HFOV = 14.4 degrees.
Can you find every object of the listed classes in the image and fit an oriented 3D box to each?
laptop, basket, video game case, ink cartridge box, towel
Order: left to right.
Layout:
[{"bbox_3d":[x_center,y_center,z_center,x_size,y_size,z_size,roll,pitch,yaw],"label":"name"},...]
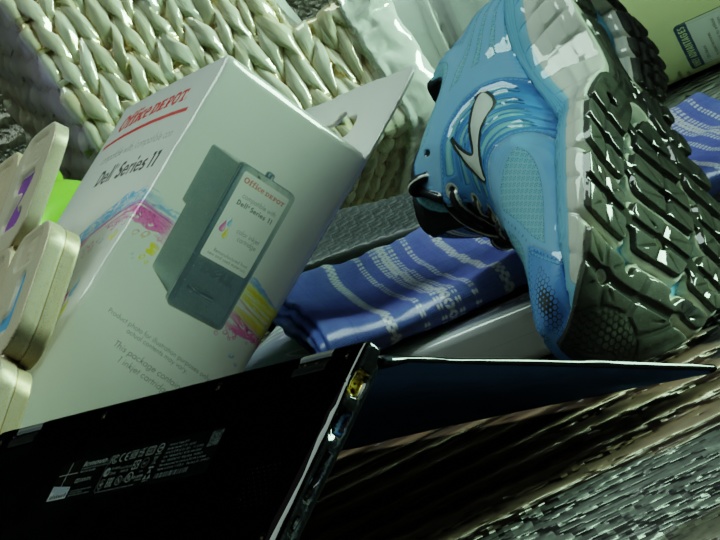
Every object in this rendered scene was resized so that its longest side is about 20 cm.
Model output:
[{"bbox_3d":[-0.071,-0.004,1.026,0.200,0.067,0.117,-60,17,-19],"label":"ink cartridge box"},{"bbox_3d":[-0.078,-0.096,1.383,0.161,0.198,0.200,-31,-9,-12],"label":"basket"},{"bbox_3d":[-0.028,0.089,0.829,0.187,0.116,0.200,-17,40,50],"label":"laptop"},{"bbox_3d":[0.038,0.014,1.063,0.200,0.023,0.182,-23,8,16],"label":"video game case"},{"bbox_3d":[0.061,-0.019,1.051,0.200,0.024,0.145,-25,9,-6],"label":"towel"}]

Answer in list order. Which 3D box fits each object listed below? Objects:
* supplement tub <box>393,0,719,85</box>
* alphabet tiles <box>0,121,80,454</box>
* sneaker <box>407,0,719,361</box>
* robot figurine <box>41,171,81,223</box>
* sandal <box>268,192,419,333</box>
[{"bbox_3d":[0.122,-0.157,1.480,0.200,0.145,0.145,-24,8,10],"label":"supplement tub"},{"bbox_3d":[-0.148,0.049,0.989,0.200,0.015,0.196,-27,42,61],"label":"alphabet tiles"},{"bbox_3d":[0.063,-0.025,0.955,0.090,0.078,0.200,-38,29,21],"label":"sneaker"},{"bbox_3d":[-0.150,0.034,1.177,0.200,0.116,0.176,-21,28,31],"label":"robot figurine"},{"bbox_3d":[0.000,0.000,1.243,0.200,0.043,0.076,-14,19,20],"label":"sandal"}]
